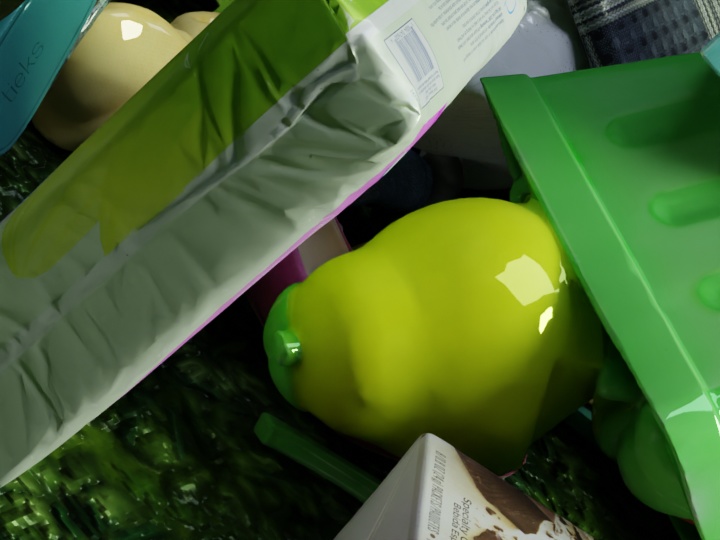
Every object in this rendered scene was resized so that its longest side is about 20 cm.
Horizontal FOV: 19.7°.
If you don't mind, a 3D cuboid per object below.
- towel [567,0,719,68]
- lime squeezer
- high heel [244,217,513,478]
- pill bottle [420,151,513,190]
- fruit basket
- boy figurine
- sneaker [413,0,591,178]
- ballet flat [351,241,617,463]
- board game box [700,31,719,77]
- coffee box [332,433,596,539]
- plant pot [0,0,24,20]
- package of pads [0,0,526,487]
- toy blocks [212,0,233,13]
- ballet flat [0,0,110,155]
[{"bbox_3d":[0.161,-0.088,0.935,0.200,0.034,0.193,-28,96,-51],"label":"towel"},{"bbox_3d":[0.052,0.107,0.772,0.199,0.038,0.071,22,0,-31],"label":"lime squeezer"},{"bbox_3d":[0.000,0.000,0.787,0.200,0.096,0.067,36,26,-7],"label":"high heel"},{"bbox_3d":[0.078,-0.098,1.032,0.111,0.111,0.200,48,27,17],"label":"pill bottle"},{"bbox_3d":[0.075,0.029,0.734,0.216,0.215,0.156,-111,177,-46],"label":"fruit basket"},{"bbox_3d":[-0.046,-0.059,0.859,0.199,0.064,0.125,12,37,-42],"label":"boy figurine"},{"bbox_3d":[0.063,-0.090,0.870,0.075,0.089,0.200,7,-4,26],"label":"sneaker"},{"bbox_3d":[0.082,0.027,0.883,0.200,0.063,0.069,34,-9,-20],"label":"ballet flat"},{"bbox_3d":[0.216,-0.024,0.749,0.200,0.047,0.151,50,21,5],"label":"board game box"},{"bbox_3d":[0.077,0.156,0.657,0.200,0.080,0.113,34,26,-12],"label":"coffee box"},{"bbox_3d":[-0.194,-0.085,0.596,0.200,0.200,0.190,30,39,-19],"label":"plant pot"},{"bbox_3d":[-0.045,-0.031,0.657,0.068,0.200,0.155,49,25,-5],"label":"package of pads"},{"bbox_3d":[-0.062,-0.191,0.939,0.137,0.100,0.200,54,0,3],"label":"toy blocks"},{"bbox_3d":[-0.114,-0.131,0.775,0.074,0.074,0.200,37,69,-4],"label":"ballet flat"}]
